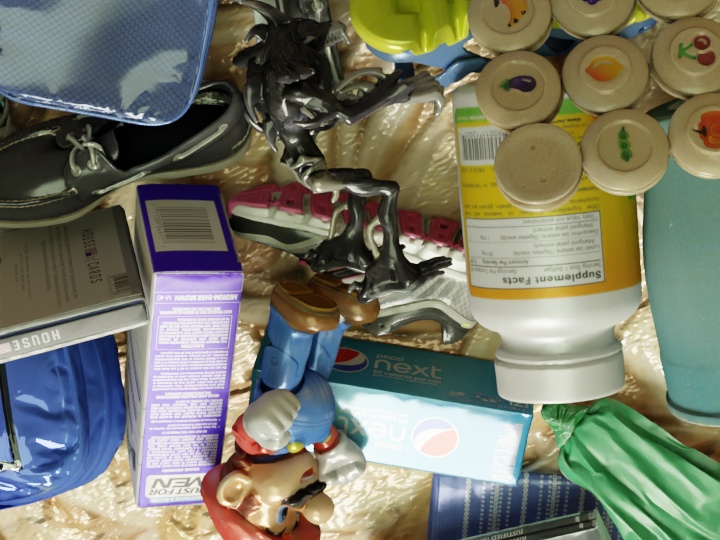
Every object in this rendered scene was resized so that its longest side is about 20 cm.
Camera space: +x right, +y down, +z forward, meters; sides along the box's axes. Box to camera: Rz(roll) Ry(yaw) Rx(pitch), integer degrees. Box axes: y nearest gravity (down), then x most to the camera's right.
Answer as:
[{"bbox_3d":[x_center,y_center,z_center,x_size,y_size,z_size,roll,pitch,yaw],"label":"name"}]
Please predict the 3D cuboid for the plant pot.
[{"bbox_3d":[0.263,-0.028,0.874,0.200,0.200,0.188,-16,97,13],"label":"plant pot"}]

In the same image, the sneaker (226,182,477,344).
[{"bbox_3d":[0.000,0.000,0.970,0.199,0.074,0.088,14,110,-6],"label":"sneaker"}]

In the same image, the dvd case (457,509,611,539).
[{"bbox_3d":[0.108,0.256,1.076,0.200,0.022,0.146,-16,124,19],"label":"dvd case"}]

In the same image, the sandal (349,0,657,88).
[{"bbox_3d":[0.092,-0.161,0.892,0.199,0.080,0.087,-6,156,-1],"label":"sandal"}]

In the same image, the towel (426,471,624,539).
[{"bbox_3d":[0.150,0.218,1.091,0.199,0.024,0.145,3,114,3],"label":"towel"}]

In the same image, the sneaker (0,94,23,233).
[{"bbox_3d":[-0.268,-0.116,0.946,0.080,0.071,0.200,-29,113,15],"label":"sneaker"}]

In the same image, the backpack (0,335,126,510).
[{"bbox_3d":[-0.272,0.098,0.974,0.199,0.168,0.163,-9,92,10],"label":"backpack"}]

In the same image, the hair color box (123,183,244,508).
[{"bbox_3d":[-0.126,0.053,0.973,0.065,0.109,0.200,1,124,-16],"label":"hair color box"}]

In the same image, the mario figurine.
[{"bbox_3d":[-0.032,0.110,0.925,0.123,0.106,0.200,7,110,-25],"label":"mario figurine"}]

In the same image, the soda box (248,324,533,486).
[{"bbox_3d":[0.021,0.097,1.017,0.199,0.068,0.064,10,117,1],"label":"soda box"}]

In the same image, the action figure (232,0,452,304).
[{"bbox_3d":[-0.012,-0.087,0.857,0.102,0.119,0.200,-30,114,-20],"label":"action figure"}]

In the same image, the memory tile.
[{"bbox_3d":[0.139,-0.136,0.817,0.153,0.017,0.200,-9,70,6],"label":"memory tile"}]

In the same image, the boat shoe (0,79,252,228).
[{"bbox_3d":[-0.168,-0.084,0.918,0.200,0.063,0.073,-15,72,-11],"label":"boat shoe"}]

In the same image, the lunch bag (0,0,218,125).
[{"bbox_3d":[-0.155,-0.188,0.867,0.136,0.132,0.200,11,114,-13],"label":"lunch bag"}]

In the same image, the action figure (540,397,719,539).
[{"bbox_3d":[0.214,0.157,1.025,0.200,0.055,0.118,38,96,1],"label":"action figure"}]

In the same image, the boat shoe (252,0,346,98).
[{"bbox_3d":[-0.037,-0.195,0.882,0.068,0.074,0.200,-4,117,1],"label":"boat shoe"}]

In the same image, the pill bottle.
[{"bbox_3d":[0.120,-0.022,0.894,0.111,0.111,0.201,-4,97,8],"label":"pill bottle"}]

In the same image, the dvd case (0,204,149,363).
[{"bbox_3d":[-0.242,0.017,0.907,0.200,0.150,0.025,-14,118,-9],"label":"dvd case"}]
